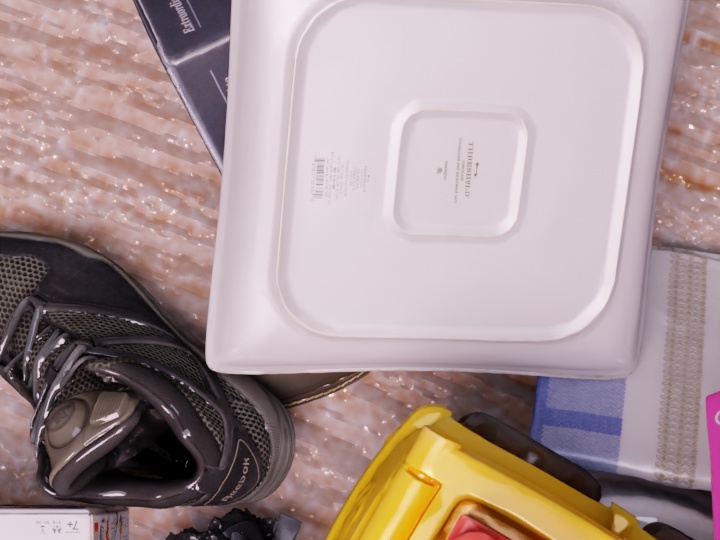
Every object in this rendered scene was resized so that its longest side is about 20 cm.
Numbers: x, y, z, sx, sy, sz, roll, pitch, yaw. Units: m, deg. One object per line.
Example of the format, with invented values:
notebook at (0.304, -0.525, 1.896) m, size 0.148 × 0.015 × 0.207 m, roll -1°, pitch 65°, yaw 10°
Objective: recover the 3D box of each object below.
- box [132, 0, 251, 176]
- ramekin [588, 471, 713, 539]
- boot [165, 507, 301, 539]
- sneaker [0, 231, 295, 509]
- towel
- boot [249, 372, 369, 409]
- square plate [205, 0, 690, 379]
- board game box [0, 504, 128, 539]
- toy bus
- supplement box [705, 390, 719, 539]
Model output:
box at (0.000, -0.139, 1.036) m, size 0.200 × 0.107 × 0.149 m, roll -26°, pitch 43°, yaw -1°
ramekin at (0.116, 0.191, 1.046) m, size 0.200 × 0.098 × 0.201 m, roll 0°, pitch 85°, yaw 1°
boot at (-0.073, 0.221, 1.059) m, size 0.198 × 0.073 × 0.163 m, roll -43°, pitch 70°, yaw 20°
sneaker at (-0.132, 0.044, 1.044) m, size 0.199 × 0.114 × 0.076 m, roll 36°, pitch 104°, yaw 19°
towel at (0.179, 0.049, 1.054) m, size 0.199 × 0.024 × 0.147 m, roll 8°, pitch 47°, yaw 1°
boot at (0.000, 0.000, 1.056) m, size 0.200 × 0.097 × 0.075 m, roll -34°, pitch 78°, yaw 6°
square plate at (0.039, -0.044, 0.971) m, size 0.197 × 0.028 × 0.201 m, roll 1°, pitch 110°, yaw -12°
board game box at (-0.212, 0.124, 1.045) m, size 0.199 × 0.126 × 0.035 m, roll 0°, pitch 85°, yaw 2°
toy bus at (0.077, 0.145, 0.907) m, size 0.200 × 0.192 × 0.136 m, roll 30°, pitch 85°, yaw 3°
supplement box at (0.232, 0.132, 0.954) m, size 0.101 × 0.104 × 0.200 m, roll -23°, pitch 125°, yaw 22°
